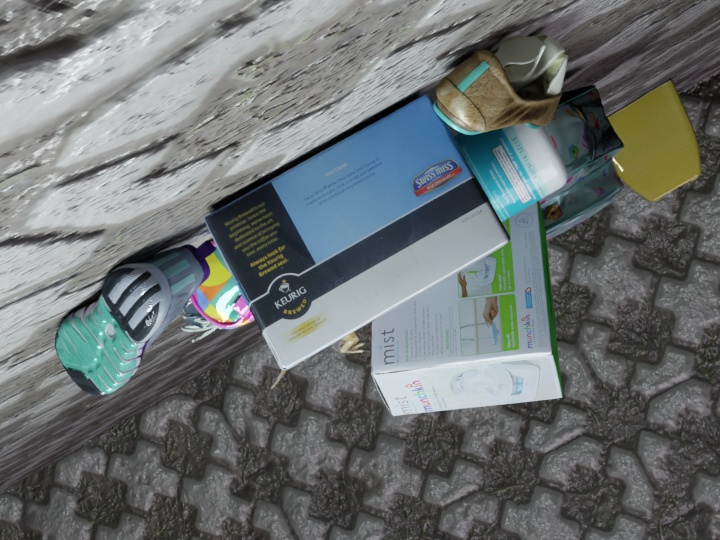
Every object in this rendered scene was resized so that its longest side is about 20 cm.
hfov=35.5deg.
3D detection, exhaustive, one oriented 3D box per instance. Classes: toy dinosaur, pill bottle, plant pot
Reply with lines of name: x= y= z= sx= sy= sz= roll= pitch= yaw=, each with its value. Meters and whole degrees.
toy dinosaur: x=-0.021 y=0.058 z=1.264 sx=0.199 sy=0.058 sz=0.101 roll=-36 pitch=161 yaw=7
pill bottle: x=0.087 y=-0.082 z=1.066 sx=0.199 sy=0.111 sz=0.111 roll=-30 pitch=177 yaw=9
plant pot: x=0.614 y=-0.257 z=2.346 sx=0.195 sy=0.201 sz=0.194 roll=-31 pitch=177 yaw=17

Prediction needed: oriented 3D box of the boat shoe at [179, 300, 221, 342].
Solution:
boat shoe: x=-0.152 y=0.032 z=1.138 sx=0.074 sy=0.062 sz=0.200 roll=-27 pitch=176 yaw=-3

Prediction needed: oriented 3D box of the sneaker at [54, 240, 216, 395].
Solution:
sneaker: x=-0.183 y=0.041 z=0.931 sx=0.087 sy=0.075 sz=0.200 roll=-33 pitch=179 yaw=-40

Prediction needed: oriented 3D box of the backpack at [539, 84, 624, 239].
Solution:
backpack: x=0.186 y=-0.109 z=1.247 sx=0.175 sy=0.155 sz=0.199 roll=-25 pitch=174 yaw=37

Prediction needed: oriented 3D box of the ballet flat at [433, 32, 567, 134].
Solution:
ballet flat: x=0.121 y=-0.150 z=0.871 sx=0.073 sy=0.068 sz=0.200 roll=-52 pitch=163 yaw=26

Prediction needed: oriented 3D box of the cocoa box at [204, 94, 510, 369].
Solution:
cocoa box: x=-0.006 y=-0.026 z=0.894 sx=0.199 sy=0.132 sz=0.133 roll=-29 pitch=177 yaw=-5

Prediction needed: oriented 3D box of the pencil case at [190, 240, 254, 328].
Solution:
pencil case: x=-0.085 y=0.000 z=1.062 sx=0.088 sy=0.089 sz=0.200 roll=-31 pitch=176 yaw=23

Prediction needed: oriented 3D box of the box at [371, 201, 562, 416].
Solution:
box: x=0.102 y=0.028 z=1.123 sx=0.175 sy=0.202 sz=0.097 roll=-9 pitch=145 yaw=12
